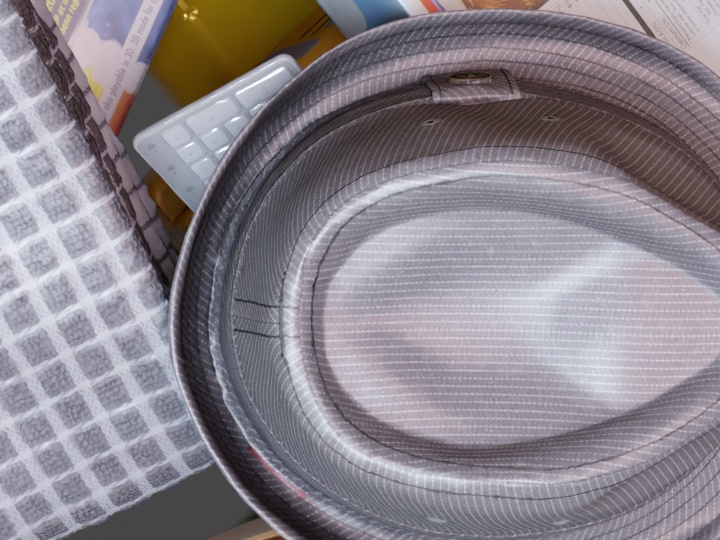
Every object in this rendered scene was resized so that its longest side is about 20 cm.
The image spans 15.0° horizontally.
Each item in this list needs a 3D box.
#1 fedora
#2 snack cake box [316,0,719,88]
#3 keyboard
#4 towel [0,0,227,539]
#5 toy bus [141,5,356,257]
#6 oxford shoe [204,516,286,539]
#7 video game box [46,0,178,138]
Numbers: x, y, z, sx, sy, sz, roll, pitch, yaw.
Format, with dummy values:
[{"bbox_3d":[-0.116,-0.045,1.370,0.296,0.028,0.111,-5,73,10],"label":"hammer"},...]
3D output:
[{"bbox_3d":[0.048,0.013,0.774,0.199,0.090,0.177,7,91,-9],"label":"fedora"},{"bbox_3d":[0.048,-0.105,0.858,0.115,0.067,0.200,-40,98,-14],"label":"snack cake box"},{"bbox_3d":[0.000,0.000,0.887,0.056,0.011,0.200,-23,139,16],"label":"keyboard"},{"bbox_3d":[-0.145,0.003,0.815,0.165,0.086,0.200,-26,116,2],"label":"towel"},{"bbox_3d":[0.018,-0.071,0.923,0.200,0.078,0.065,-45,104,-15],"label":"toy bus"},{"bbox_3d":[-0.042,0.119,0.890,0.200,0.071,0.071,-15,75,-29],"label":"oxford shoe"},{"bbox_3d":[-0.148,-0.110,0.879,0.182,0.047,0.200,25,81,-17],"label":"video game box"}]
